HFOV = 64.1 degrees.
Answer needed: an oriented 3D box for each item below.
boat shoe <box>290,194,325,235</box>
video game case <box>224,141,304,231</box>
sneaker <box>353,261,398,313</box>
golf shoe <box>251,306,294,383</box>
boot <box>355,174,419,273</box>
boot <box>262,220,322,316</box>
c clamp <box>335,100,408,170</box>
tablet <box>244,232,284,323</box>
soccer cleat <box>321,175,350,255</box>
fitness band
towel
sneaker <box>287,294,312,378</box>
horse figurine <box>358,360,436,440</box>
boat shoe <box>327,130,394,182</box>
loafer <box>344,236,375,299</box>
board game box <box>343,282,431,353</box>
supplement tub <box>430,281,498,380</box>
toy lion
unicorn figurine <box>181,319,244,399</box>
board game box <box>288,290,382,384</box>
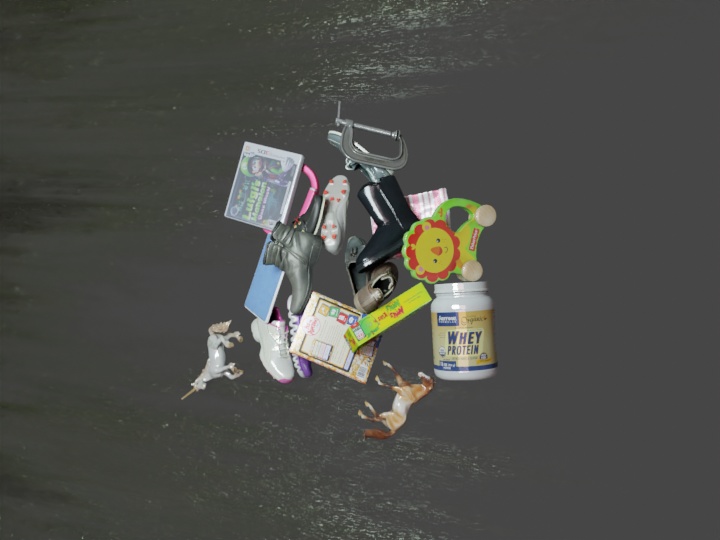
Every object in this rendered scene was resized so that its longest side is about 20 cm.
[{"bbox_3d":[-0.142,-0.098,1.407,0.062,0.074,0.204,20,117,-15],"label":"boat shoe"},{"bbox_3d":[-0.248,-0.215,1.476,0.178,0.023,0.206,16,90,21],"label":"video game case"},{"bbox_3d":[0.057,0.032,1.304,0.075,0.200,0.071,-30,102,35],"label":"sneaker"},{"bbox_3d":[-0.205,0.176,1.401,0.092,0.074,0.202,-51,54,29],"label":"golf shoe"},{"bbox_3d":[0.036,-0.111,1.337,0.198,0.077,0.170,-33,80,-10],"label":"boot"},{"bbox_3d":[-0.173,-0.005,1.349,0.127,0.068,0.206,14,91,-20],"label":"boot"},{"bbox_3d":[0.027,-0.322,1.384,0.195,0.027,0.175,16,58,-8],"label":"c clamp"},{"bbox_3d":[-0.228,0.016,1.428,0.129,0.013,0.205,25,97,50],"label":"tablet"},{"bbox_3d":[-0.062,-0.138,1.424,0.067,0.078,0.205,1,66,15],"label":"soccer cleat"},{"bbox_3d":[-0.186,-0.180,1.479,0.141,0.037,0.204,25,92,18],"label":"fitness band"},{"bbox_3d":[0.120,-0.109,1.381,0.194,0.030,0.151,-8,83,16],"label":"towel"},{"bbox_3d":[-0.128,0.159,1.415,0.086,0.081,0.206,-6,86,-1],"label":"sneaker"},{"bbox_3d":[0.077,0.311,1.341,0.130,0.050,0.204,27,85,0],"label":"horse figurine"},{"bbox_3d":[-0.011,-0.273,1.414,0.198,0.073,0.062,36,92,12],"label":"boat shoe"},{"bbox_3d":[0.000,0.000,1.364,0.071,0.063,0.204,-24,60,20],"label":"loafer"},{"bbox_3d":[0.059,0.108,1.301,0.197,0.102,0.048,-31,80,-16],"label":"board game box"},{"bbox_3d":[0.226,0.129,1.262,0.140,0.144,0.206,-4,88,16],"label":"supplement tub"},{"bbox_3d":[0.191,-0.067,1.297,0.187,0.069,0.206,16,89,-9],"label":"toy lion"},{"bbox_3d":[-0.370,0.236,1.489,0.134,0.074,0.206,-4,70,26],"label":"unicorn figurine"},{"bbox_3d":[-0.052,0.158,1.360,0.196,0.046,0.155,23,81,0],"label":"board game box"}]
